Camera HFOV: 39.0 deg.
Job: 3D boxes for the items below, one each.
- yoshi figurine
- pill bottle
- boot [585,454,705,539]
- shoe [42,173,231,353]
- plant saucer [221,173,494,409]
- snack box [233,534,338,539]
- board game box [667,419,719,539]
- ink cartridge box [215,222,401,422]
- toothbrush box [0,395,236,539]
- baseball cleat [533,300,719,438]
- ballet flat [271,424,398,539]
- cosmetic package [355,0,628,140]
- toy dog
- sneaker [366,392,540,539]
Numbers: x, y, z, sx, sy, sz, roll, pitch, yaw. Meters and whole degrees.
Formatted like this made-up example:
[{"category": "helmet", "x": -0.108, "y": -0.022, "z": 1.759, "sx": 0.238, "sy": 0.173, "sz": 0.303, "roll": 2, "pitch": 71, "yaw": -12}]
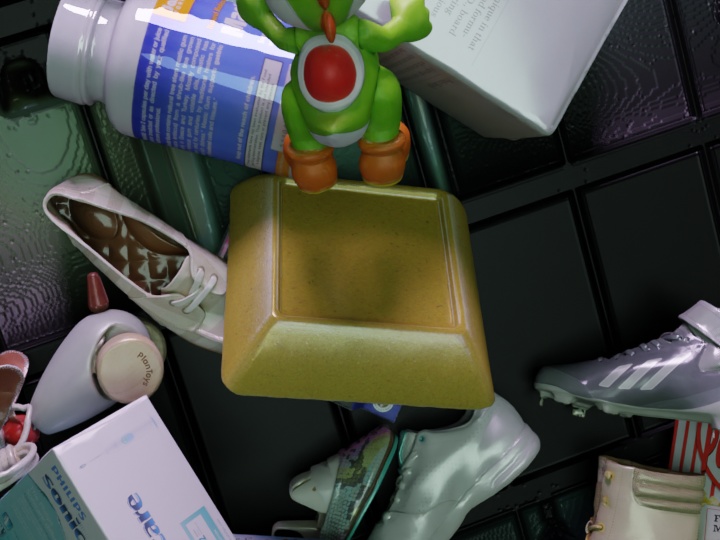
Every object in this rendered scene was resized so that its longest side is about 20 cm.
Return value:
[{"category": "yoshi figurine", "x": -0.021, "y": -0.155, "z": 0.630, "sx": 0.112, "sy": 0.111, "sz": 0.202, "roll": -38, "pitch": 139, "yaw": -28}, {"category": "pill bottle", "x": -0.121, "y": -0.144, "z": 0.745, "sx": 0.196, "sy": 0.112, "sz": 0.114, "roll": 15, "pitch": 95, "yaw": -3}, {"category": "boot", "x": 0.192, "y": 0.235, "z": 0.863, "sx": 0.196, "sy": 0.073, "sz": 0.159, "roll": 2, "pitch": 89, "yaw": 12}, {"category": "shoe", "x": -0.156, "y": -0.001, "z": 0.769, "sx": 0.198, "sy": 0.053, "sz": 0.071, "roll": 36, "pitch": 95, "yaw": 2}, {"category": "plant saucer", "x": 0.000, "y": 0.000, "z": 0.753, "sx": 0.196, "sy": 0.203, "sz": 0.049, "roll": 5, "pitch": 138, "yaw": -10}, {"category": "snack box", "x": -0.079, "y": 0.315, "z": 0.800, "sx": 0.165, "sy": 0.067, "sz": 0.205, "roll": -3, "pitch": 98, "yaw": 26}, {"category": "board game box", "x": 0.332, "y": 0.167, "z": 0.843, "sx": 0.046, "sy": 0.150, "sz": 0.205, "roll": 2, "pitch": 97, "yaw": -38}, {"category": "ink cartridge box", "x": -0.037, "y": 0.046, "z": 0.828, "sx": 0.197, "sy": 0.037, "sz": 0.096, "roll": 25, "pitch": 93, "yaw": -13}, {"category": "toothbrush box", "x": -0.185, "y": 0.203, "z": 0.724, "sx": 0.085, "sy": 0.200, "sz": 0.148, "roll": -29, "pitch": 81, "yaw": -46}, {"category": "baseball cleat", "x": 0.245, "y": 0.076, "z": 0.839, "sx": 0.196, "sy": 0.070, "sz": 0.109, "roll": 7, "pitch": 83, "yaw": 19}, {"category": "ballet flat", "x": -0.036, "y": 0.213, "z": 0.836, "sx": 0.070, "sy": 0.069, "sz": 0.203, "roll": 22, "pitch": 96, "yaw": -2}, {"category": "cosmetic package", "x": 0.074, "y": -0.218, "z": 0.745, "sx": 0.198, "sy": 0.165, "sz": 0.167, "roll": 29, "pitch": 92, "yaw": -12}, {"category": "toy dog", "x": -0.236, "y": 0.075, "z": 0.757, "sx": 0.198, "sy": 0.131, "sz": 0.098, "roll": -32, "pitch": 102, "yaw": -30}, {"category": "sneaker", "x": 0.052, "y": 0.179, "z": 0.848, "sx": 0.199, "sy": 0.075, "sz": 0.089, "roll": -42, "pitch": 89, "yaw": -8}]
